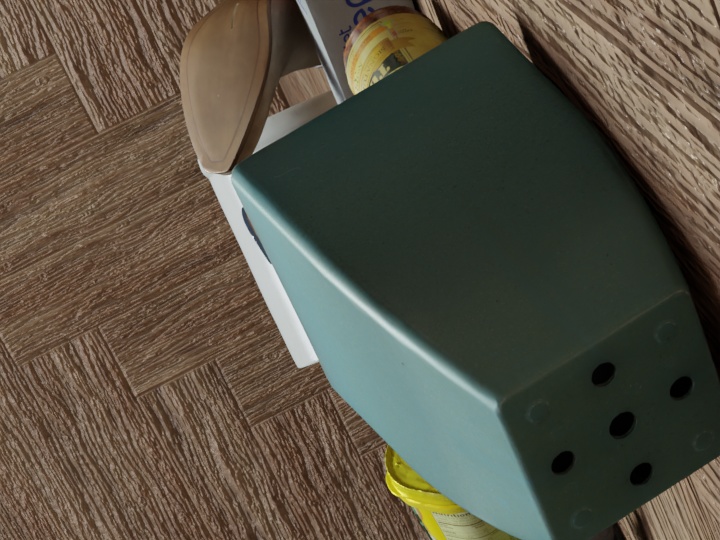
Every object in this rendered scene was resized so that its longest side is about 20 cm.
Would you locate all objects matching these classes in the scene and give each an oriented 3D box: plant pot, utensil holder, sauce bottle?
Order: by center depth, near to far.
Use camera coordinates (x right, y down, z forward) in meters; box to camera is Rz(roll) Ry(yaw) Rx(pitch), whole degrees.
[{"bbox_3d":[0.061,0.016,0.833,0.200,0.141,0.142,49,167,54],"label":"plant pot"},{"bbox_3d":[0.045,-0.080,1.053,0.066,0.066,0.200,65,177,-33],"label":"sauce bottle"},{"bbox_3d":[-0.024,-0.038,1.652,0.170,0.169,0.201,158,88,-88],"label":"utensil holder"}]

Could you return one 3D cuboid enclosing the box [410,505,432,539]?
[{"bbox_3d":[0.076,0.157,1.653,0.200,0.036,0.145,60,-150,-54],"label":"box"}]

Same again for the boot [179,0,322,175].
[{"bbox_3d":[-0.048,-0.156,1.281,0.146,0.070,0.201,7,-92,-59],"label":"boot"}]

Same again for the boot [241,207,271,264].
[{"bbox_3d":[0.000,0.000,1.530,0.200,0.097,0.075,51,-162,3],"label":"boot"}]

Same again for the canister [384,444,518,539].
[{"bbox_3d":[0.102,0.162,1.525,0.149,0.086,0.200,-65,-32,-29],"label":"canister"}]

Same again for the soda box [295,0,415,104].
[{"bbox_3d":[-0.005,-0.168,1.204,0.200,0.063,0.068,66,177,-45],"label":"soda box"}]

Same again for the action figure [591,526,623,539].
[{"bbox_3d":[0.157,0.172,1.323,0.130,0.069,0.200,52,173,45],"label":"action figure"}]
